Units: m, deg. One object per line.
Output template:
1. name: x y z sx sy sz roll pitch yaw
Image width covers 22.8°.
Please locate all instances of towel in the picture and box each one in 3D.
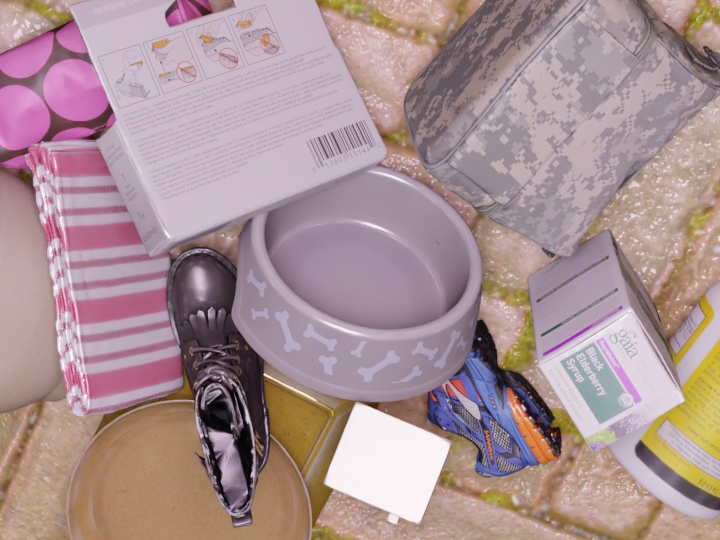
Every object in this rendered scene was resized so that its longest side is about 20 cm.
1. towel: -0.189 0.003 1.343 0.030 0.146 0.202 -8 90 25

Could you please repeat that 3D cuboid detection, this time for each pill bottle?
1. pill bottle: 0.286 0.081 1.368 0.114 0.114 0.201 33 107 -6

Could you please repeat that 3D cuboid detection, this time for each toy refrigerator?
1. toy refrigerator: 0.022 0.148 1.337 0.075 0.200 0.071 22 84 4

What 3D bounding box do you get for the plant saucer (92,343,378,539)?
1. plant saucer: -0.106 0.133 1.450 0.198 0.049 0.201 26 108 -4

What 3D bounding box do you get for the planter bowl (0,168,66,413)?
1. planter bowl: -0.275 0.025 1.369 0.134 0.201 0.201 20 110 -31

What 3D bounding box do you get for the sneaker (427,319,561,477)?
1. sneaker: 0.076 0.087 1.409 0.078 0.075 0.201 -34 100 17

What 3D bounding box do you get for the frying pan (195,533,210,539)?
1. frying pan: -0.176 0.268 1.506 0.188 0.031 0.116 -7 110 23

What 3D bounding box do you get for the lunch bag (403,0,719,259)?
1. lunch bag: 0.150 -0.119 1.305 0.167 0.140 0.200 34 110 -24

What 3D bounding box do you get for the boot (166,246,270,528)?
1. boot: -0.100 0.078 1.302 0.068 0.174 0.202 -14 89 -2

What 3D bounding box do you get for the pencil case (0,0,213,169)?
1. pencil case: -0.201 -0.145 1.351 0.198 0.091 0.094 -21 105 13

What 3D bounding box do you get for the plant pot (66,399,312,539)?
1. plant pot: -0.136 0.193 1.432 0.198 0.028 0.202 1 108 3

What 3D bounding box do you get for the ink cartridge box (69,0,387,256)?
1. ink cartridge box: -0.098 -0.126 1.280 0.045 0.199 0.178 -29 84 56

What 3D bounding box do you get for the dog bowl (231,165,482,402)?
1. dog bowl: 0.000 0.000 1.318 0.198 0.201 0.059 18 135 -2

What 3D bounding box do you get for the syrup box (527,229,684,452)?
1. syrup box: 0.177 0.048 1.320 0.081 0.200 0.079 -31 104 13
